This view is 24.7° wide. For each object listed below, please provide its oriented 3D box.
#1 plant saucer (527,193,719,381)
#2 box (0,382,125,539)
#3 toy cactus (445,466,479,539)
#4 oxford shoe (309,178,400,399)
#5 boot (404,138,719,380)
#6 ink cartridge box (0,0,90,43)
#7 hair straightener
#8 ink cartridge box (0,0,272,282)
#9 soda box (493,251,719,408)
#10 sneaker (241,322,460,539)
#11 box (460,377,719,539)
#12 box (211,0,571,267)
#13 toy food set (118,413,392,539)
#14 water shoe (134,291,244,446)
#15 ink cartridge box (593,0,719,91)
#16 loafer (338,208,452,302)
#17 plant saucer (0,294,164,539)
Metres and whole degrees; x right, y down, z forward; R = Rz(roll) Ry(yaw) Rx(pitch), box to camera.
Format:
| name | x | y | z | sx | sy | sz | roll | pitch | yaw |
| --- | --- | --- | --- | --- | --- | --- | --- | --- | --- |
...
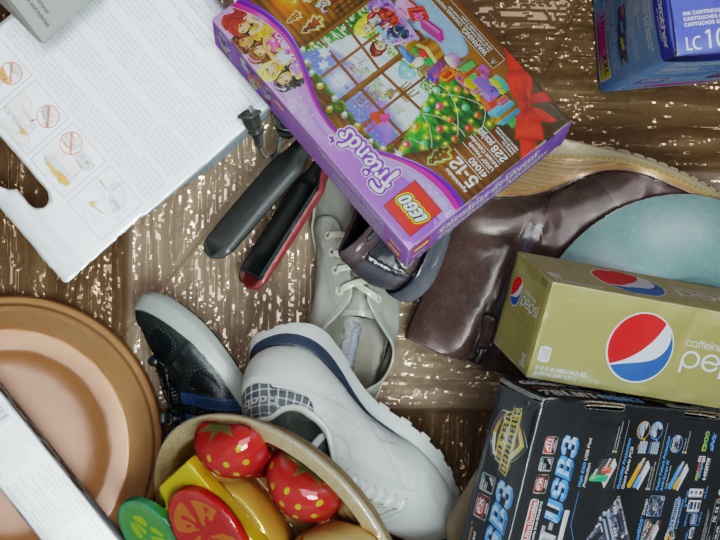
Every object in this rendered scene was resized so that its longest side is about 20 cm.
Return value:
| name | x | y | z | sx | sy | sz | roll | pitch | yaw |
| --- | --- | --- | --- | --- | --- | --- | --- | --- | --- |
| plant saucer | 0.211 | 0.051 | 1.105 | 0.199 | 0.039 | 0.203 | -4 | 109 | -12 |
| box | -0.188 | 0.156 | 1.044 | 0.041 | 0.039 | 0.200 | -39 | 92 | -6 |
| toy cactus | 0.068 | 0.202 | 1.065 | 0.198 | 0.103 | 0.166 | 4 | 125 | -16 |
| oxford shoe | 0.000 | 0.000 | 1.105 | 0.074 | 0.058 | 0.202 | 7 | 84 | -2 |
| boot | 0.140 | -0.005 | 1.126 | 0.198 | 0.072 | 0.168 | 14 | 93 | -4 |
| ink cartridge box | -0.187 | -0.271 | 1.055 | 0.200 | 0.084 | 0.145 | -45 | 67 | -7 |
| hair straightener | -0.040 | -0.088 | 1.079 | 0.077 | 0.041 | 0.201 | 37 | 88 | -32 |
| ink cartridge box | -0.170 | -0.115 | 1.097 | 0.200 | 0.050 | 0.162 | -41 | 93 | -3 |
| soda box | 0.191 | 0.042 | 1.039 | 0.198 | 0.068 | 0.065 | 9 | 104 | -17 |
| sneaker | -0.009 | 0.125 | 1.056 | 0.076 | 0.081 | 0.200 | -30 | 121 | 27 |
| box | 0.148 | 0.174 | 1.035 | 0.197 | 0.050 | 0.202 | 7 | 98 | -36 |
| box | 0.019 | -0.121 | 1.049 | 0.137 | 0.039 | 0.200 | -38 | 77 | -12 |
| toy food set | -0.054 | 0.177 | 0.995 | 0.200 | 0.198 | 0.049 | 49 | 47 | 2 |
| water shoe | -0.101 | 0.109 | 1.074 | 0.079 | 0.071 | 0.201 | -35 | 93 | -17 |
| ink cartridge box | 0.242 | -0.171 | 1.073 | 0.135 | 0.200 | 0.077 | -7 | 88 | -7 |
| loafer | 0.036 | -0.081 | 1.083 | 0.063 | 0.072 | 0.202 | 24 | 66 | -24 |
| plant saucer | -0.228 | 0.116 | 1.079 | 0.198 | 0.037 | 0.202 | 0 | 88 | -8 |
